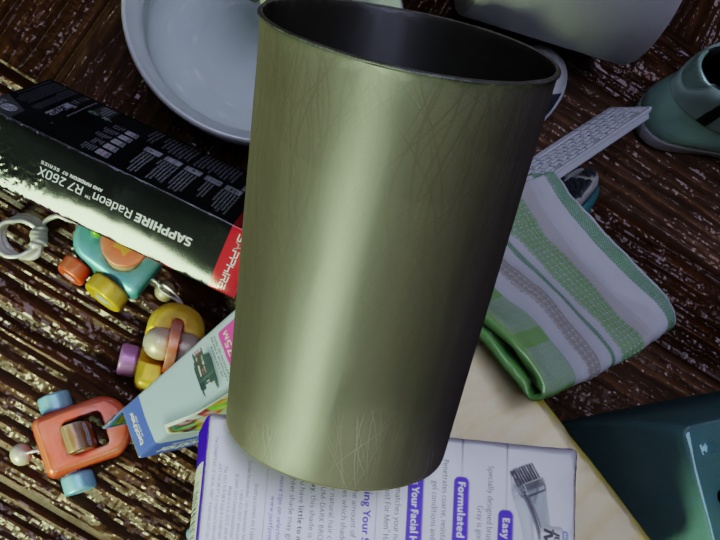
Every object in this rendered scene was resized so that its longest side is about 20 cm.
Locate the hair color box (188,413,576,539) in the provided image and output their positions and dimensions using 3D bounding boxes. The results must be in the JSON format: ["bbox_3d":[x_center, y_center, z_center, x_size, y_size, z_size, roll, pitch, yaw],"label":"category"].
[{"bbox_3d":[0.010,0.142,0.625,0.198,0.065,0.110,7,73,-10],"label":"hair color box"}]

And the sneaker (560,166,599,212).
[{"bbox_3d":[0.124,0.002,0.898,0.080,0.077,0.201,51,60,-32],"label":"sneaker"}]

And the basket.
[{"bbox_3d":[0.005,-0.012,0.563,0.134,0.181,0.202,7,109,-9],"label":"basket"}]

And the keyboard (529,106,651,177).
[{"bbox_3d":[0.137,-0.078,0.921,0.199,0.056,0.011,-33,114,-19],"label":"keyboard"}]

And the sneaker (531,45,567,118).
[{"bbox_3d":[0.084,-0.132,0.882,0.197,0.130,0.080,-17,82,-16],"label":"sneaker"}]

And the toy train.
[{"bbox_3d":[-0.178,0.042,0.815,0.149,0.056,0.202,-13,80,-16],"label":"toy train"}]

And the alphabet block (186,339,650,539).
[{"bbox_3d":[0.029,0.174,0.757,0.199,0.196,0.196,-37,88,-19],"label":"alphabet block"}]

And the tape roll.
[{"bbox_3d":[0.167,-0.271,0.900,0.138,0.203,0.205,14,73,-8],"label":"tape roll"}]

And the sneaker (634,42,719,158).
[{"bbox_3d":[0.331,-0.131,0.946,0.198,0.118,0.075,1,74,-14],"label":"sneaker"}]

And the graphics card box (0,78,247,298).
[{"bbox_3d":[-0.150,-0.059,0.803,0.199,0.126,0.051,26,108,-2],"label":"graphics card box"}]

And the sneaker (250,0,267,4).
[{"bbox_3d":[0.006,-0.246,0.806,0.198,0.079,0.090,-8,67,7],"label":"sneaker"}]

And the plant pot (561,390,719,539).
[{"bbox_3d":[0.220,0.152,0.804,0.140,0.200,0.143,-9,77,-15],"label":"plant pot"}]

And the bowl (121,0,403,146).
[{"bbox_3d":[-0.074,-0.171,0.873,0.199,0.090,0.203,3,74,-10],"label":"bowl"}]

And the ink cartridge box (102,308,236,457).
[{"bbox_3d":[-0.065,0.065,0.743,0.119,0.200,0.042,-9,71,-43],"label":"ink cartridge box"}]

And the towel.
[{"bbox_3d":[0.116,0.000,0.761,0.149,0.031,0.199,48,32,18],"label":"towel"}]

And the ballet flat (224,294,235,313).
[{"bbox_3d":[0.000,0.000,0.845,0.198,0.046,0.068,-11,78,2],"label":"ballet flat"}]
